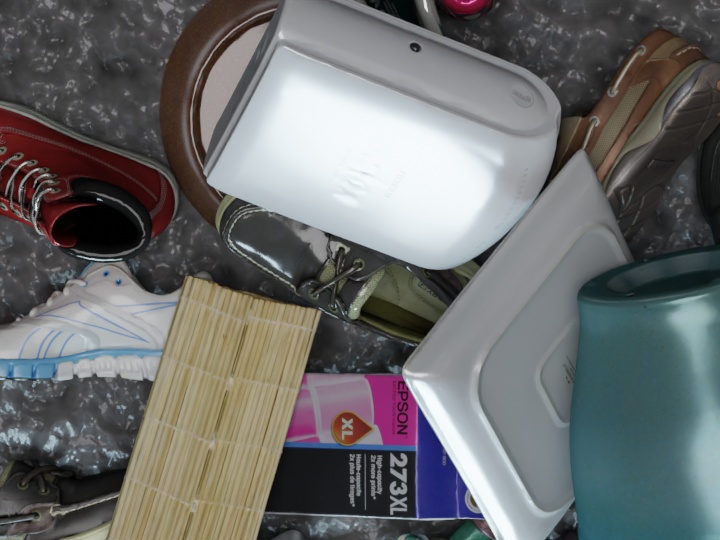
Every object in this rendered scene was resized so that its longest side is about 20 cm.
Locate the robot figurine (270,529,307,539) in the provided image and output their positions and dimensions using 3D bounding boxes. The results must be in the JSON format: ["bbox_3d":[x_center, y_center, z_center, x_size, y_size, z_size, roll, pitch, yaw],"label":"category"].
[{"bbox_3d":[-0.112,0.254,1.755,0.199,0.113,0.170,-29,99,7],"label":"robot figurine"}]

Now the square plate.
[{"bbox_3d":[0.126,0.059,1.657,0.198,0.028,0.200,-50,133,-22],"label":"square plate"}]

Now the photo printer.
[{"bbox_3d":[0.018,-0.083,1.625,0.199,0.070,0.167,21,142,-11],"label":"photo printer"}]

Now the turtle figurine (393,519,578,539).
[{"bbox_3d":[0.056,0.218,1.747,0.200,0.101,0.150,-35,123,-7],"label":"turtle figurine"}]

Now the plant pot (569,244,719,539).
[{"bbox_3d":[0.215,0.088,1.613,0.199,0.200,0.189,-12,100,5],"label":"plant pot"}]

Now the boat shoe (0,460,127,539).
[{"bbox_3d":[-0.228,0.162,1.758,0.200,0.072,0.066,-18,101,10],"label":"boat shoe"}]

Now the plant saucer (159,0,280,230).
[{"bbox_3d":[-0.037,-0.102,1.728,0.199,0.034,0.202,0,99,2],"label":"plant saucer"}]

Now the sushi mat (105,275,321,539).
[{"bbox_3d":[-0.098,0.109,1.706,0.095,0.012,0.201,17,81,-3],"label":"sushi mat"}]

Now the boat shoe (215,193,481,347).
[{"bbox_3d":[0.000,0.001,1.704,0.200,0.066,0.072,22,119,-18],"label":"boat shoe"}]

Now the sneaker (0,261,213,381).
[{"bbox_3d":[-0.189,0.031,1.746,0.199,0.075,0.087,-2,94,-6],"label":"sneaker"}]

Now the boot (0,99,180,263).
[{"bbox_3d":[-0.224,-0.058,1.687,0.199,0.144,0.073,15,104,3],"label":"boot"}]

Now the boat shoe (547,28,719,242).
[{"bbox_3d":[0.163,-0.073,1.713,0.200,0.076,0.072,-50,61,18],"label":"boat shoe"}]

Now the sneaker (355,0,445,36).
[{"bbox_3d":[0.005,-0.206,1.658,0.070,0.093,0.201,-23,86,-16],"label":"sneaker"}]

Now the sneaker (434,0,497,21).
[{"bbox_3d":[0.061,-0.262,1.674,0.080,0.075,0.201,-13,99,5],"label":"sneaker"}]

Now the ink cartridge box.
[{"bbox_3d":[-0.001,0.115,1.714,0.199,0.037,0.095,-1,87,29],"label":"ink cartridge box"}]

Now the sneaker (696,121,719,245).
[{"bbox_3d":[0.271,-0.007,1.710,0.075,0.079,0.201,-13,98,5],"label":"sneaker"}]
